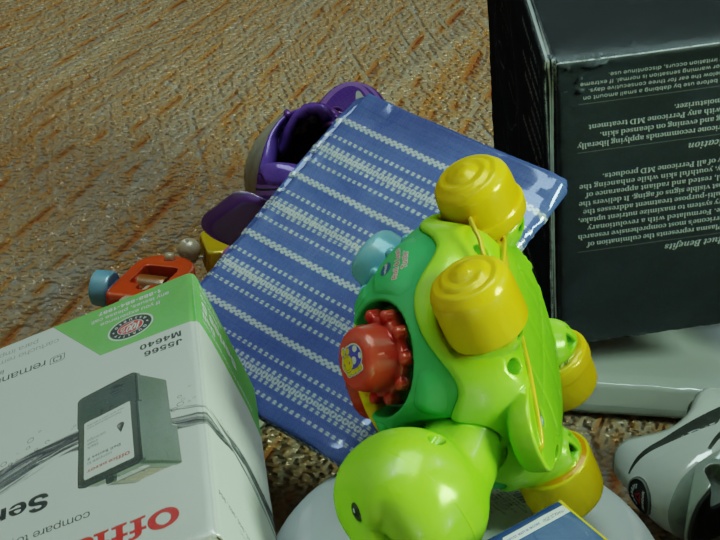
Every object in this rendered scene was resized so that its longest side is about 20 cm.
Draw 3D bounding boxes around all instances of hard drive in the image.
[{"bbox_3d":[0.218,0.053,1.088,0.199,0.027,0.132,4,24,5],"label":"hard drive"}]

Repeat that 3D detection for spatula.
[{"bbox_3d":[-0.005,0.017,1.029,0.056,0.200,0.021,-31,28,46],"label":"spatula"}]

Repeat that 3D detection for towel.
[{"bbox_3d":[0.000,0.000,0.938,0.144,0.024,0.200,26,66,32],"label":"towel"}]

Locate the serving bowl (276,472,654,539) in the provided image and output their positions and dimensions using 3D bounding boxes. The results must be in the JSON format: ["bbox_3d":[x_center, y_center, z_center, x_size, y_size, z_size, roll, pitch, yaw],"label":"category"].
[{"bbox_3d":[0.052,0.134,0.845,0.199,0.066,0.200,2,23,-1],"label":"serving bowl"}]

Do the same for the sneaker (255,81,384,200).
[{"bbox_3d":[-0.018,-0.079,1.154,0.080,0.084,0.200,5,29,12],"label":"sneaker"}]

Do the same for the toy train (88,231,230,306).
[{"bbox_3d":[-0.060,0.017,1.126,0.199,0.056,0.150,4,25,13],"label":"toy train"}]

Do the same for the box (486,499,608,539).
[{"bbox_3d":[0.118,0.180,0.686,0.070,0.064,0.200,-20,47,-41],"label":"box"}]

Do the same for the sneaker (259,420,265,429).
[{"bbox_3d":[-0.092,0.060,0.976,0.077,0.089,0.200,8,25,14],"label":"sneaker"}]

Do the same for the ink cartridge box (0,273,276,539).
[{"bbox_3d":[-0.118,0.107,0.795,0.145,0.084,0.200,-22,31,4],"label":"ink cartridge box"}]

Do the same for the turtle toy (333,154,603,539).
[{"bbox_3d":[0.041,0.053,0.799,0.101,0.146,0.200,-16,34,17],"label":"turtle toy"}]

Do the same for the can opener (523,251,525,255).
[{"bbox_3d":[0.153,0.006,1.117,0.199,0.053,0.067,7,56,11],"label":"can opener"}]

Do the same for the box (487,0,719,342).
[{"bbox_3d":[0.147,-0.099,1.038,0.123,0.197,0.200,-7,40,-3],"label":"box"}]

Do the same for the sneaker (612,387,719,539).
[{"bbox_3d":[0.223,0.085,0.956,0.199,0.074,0.088,-12,29,-30],"label":"sneaker"}]

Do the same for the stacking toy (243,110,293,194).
[{"bbox_3d":[0.007,-0.036,1.232,0.085,0.086,0.200,-16,37,-35],"label":"stacking toy"}]
